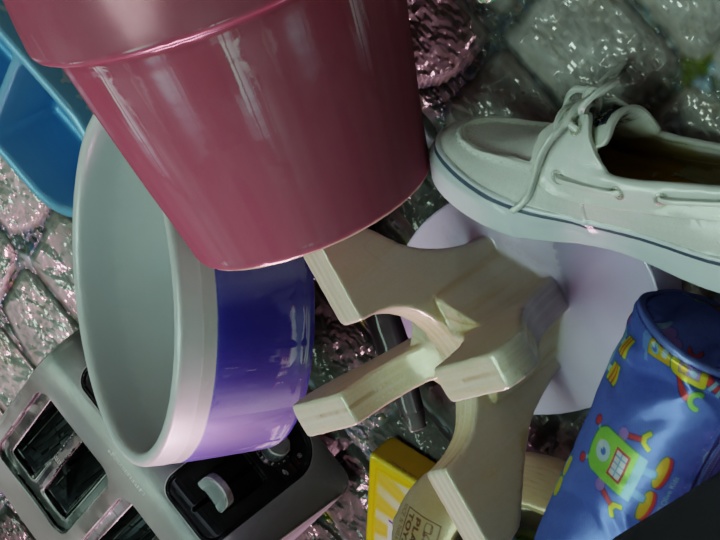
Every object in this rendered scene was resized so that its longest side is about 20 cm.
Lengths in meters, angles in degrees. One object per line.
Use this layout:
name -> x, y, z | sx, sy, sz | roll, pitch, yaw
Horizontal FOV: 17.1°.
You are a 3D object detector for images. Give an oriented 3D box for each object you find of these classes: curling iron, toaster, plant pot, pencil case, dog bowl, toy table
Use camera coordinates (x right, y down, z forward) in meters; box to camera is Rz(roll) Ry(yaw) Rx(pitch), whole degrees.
curling iron -> 0.000, 0.000, 1.314 | 0.025, 0.050, 0.201 | -8, 114, 22
toaster -> -0.128, 0.121, 1.494 | 0.181, 0.118, 0.200 | 52, 145, 6
plant pot -> -0.055, -0.108, 1.160 | 0.199, 0.200, 0.180 | 3, 121, 48
pencil case -> 0.135, 0.111, 1.157 | 0.087, 0.078, 0.201 | 42, 120, 44
dog bowl -> -0.096, 0.004, 1.326 | 0.200, 0.078, 0.202 | 175, 90, -68
toy table -> 0.056, 0.034, 1.215 | 0.184, 0.117, 0.200 | 54, 145, 2
dog bowl -> -0.200, -0.115, 1.447 | 0.200, 0.049, 0.112 | 49, 144, 10

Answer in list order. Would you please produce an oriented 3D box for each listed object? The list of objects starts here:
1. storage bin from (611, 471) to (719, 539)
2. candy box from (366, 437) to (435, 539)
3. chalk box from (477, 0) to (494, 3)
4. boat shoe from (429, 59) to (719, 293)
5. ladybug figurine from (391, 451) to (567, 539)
storage bin -> 0.206, 0.140, 1.071 | 0.134, 0.199, 0.147 | 30, 138, 44
candy box -> 0.083, 0.184, 1.379 | 0.199, 0.026, 0.103 | 30, 134, 31
chalk box -> 0.074, -0.205, 0.996 | 0.200, 0.124, 0.125 | 47, 144, 11
boat shoe -> 0.116, -0.055, 1.111 | 0.201, 0.074, 0.087 | 22, 133, 35
ladybug figurine -> 0.105, 0.166, 1.279 | 0.199, 0.072, 0.137 | 24, 105, 30
